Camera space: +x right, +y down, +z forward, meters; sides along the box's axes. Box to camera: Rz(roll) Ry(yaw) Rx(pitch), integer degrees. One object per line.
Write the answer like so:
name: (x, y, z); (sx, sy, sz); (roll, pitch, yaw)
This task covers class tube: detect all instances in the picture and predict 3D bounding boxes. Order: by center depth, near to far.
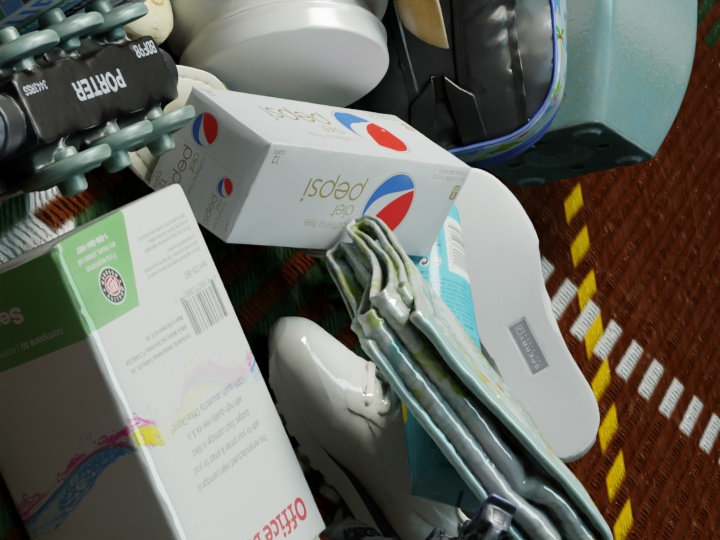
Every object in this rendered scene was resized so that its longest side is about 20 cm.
tube: (0.047, 0.051, 1.521); (0.077, 0.050, 0.201); (15, 52, -32)

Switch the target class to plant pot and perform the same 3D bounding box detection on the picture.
plant pot: (0.019, -0.229, 1.536); (0.200, 0.027, 0.201); (-12, 90, -86)
plant pot: (0.140, -0.176, 1.904); (0.196, 0.195, 0.201); (23, 59, -59)

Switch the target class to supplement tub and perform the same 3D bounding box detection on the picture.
supplement tub: (-0.060, -0.203, 1.539); (0.140, 0.140, 0.201); (27, 47, -57)

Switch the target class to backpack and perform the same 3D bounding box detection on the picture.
backpack: (0.049, -0.166, 1.701); (0.147, 0.182, 0.201); (55, 26, -81)

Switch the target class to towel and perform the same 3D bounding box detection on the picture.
towel: (0.058, 0.068, 1.388); (0.200, 0.048, 0.171); (53, 4, -17)

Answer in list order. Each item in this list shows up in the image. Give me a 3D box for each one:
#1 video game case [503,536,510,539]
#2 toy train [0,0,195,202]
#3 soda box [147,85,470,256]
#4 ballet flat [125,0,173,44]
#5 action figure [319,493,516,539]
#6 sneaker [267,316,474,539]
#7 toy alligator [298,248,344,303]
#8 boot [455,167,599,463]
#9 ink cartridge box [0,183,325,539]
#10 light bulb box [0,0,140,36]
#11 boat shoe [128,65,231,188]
video game case: (0.113, 0.159, 1.643); (0.200, 0.036, 0.181); (60, -7, -19)
toy train: (-0.161, -0.073, 1.245); (0.086, 0.114, 0.200); (65, 22, -4)
soda box: (-0.025, -0.054, 1.452); (0.068, 0.064, 0.200); (36, 18, 31)
ballet flat: (-0.157, -0.215, 1.442); (0.200, 0.057, 0.067); (61, 24, -18)
action figure: (-0.013, 0.178, 1.317); (0.104, 0.200, 0.194); (34, 27, -5)
sneaker: (0.015, 0.096, 1.535); (0.200, 0.080, 0.077); (53, 30, -30)
toy alligator: (0.000, 0.000, 1.619); (0.200, 0.059, 0.054); (-11, 122, -67)
boot: (0.086, 0.031, 1.662); (0.201, 0.073, 0.096); (69, -14, -5)
ink cartridge box: (-0.111, 0.076, 1.266); (0.201, 0.087, 0.145); (65, 24, -5)
light bulb box: (-0.169, -0.228, 1.291); (0.199, 0.125, 0.200); (60, 30, -1)
boat shoe: (-0.097, -0.079, 1.458); (0.200, 0.059, 0.072); (19, 98, -57)
